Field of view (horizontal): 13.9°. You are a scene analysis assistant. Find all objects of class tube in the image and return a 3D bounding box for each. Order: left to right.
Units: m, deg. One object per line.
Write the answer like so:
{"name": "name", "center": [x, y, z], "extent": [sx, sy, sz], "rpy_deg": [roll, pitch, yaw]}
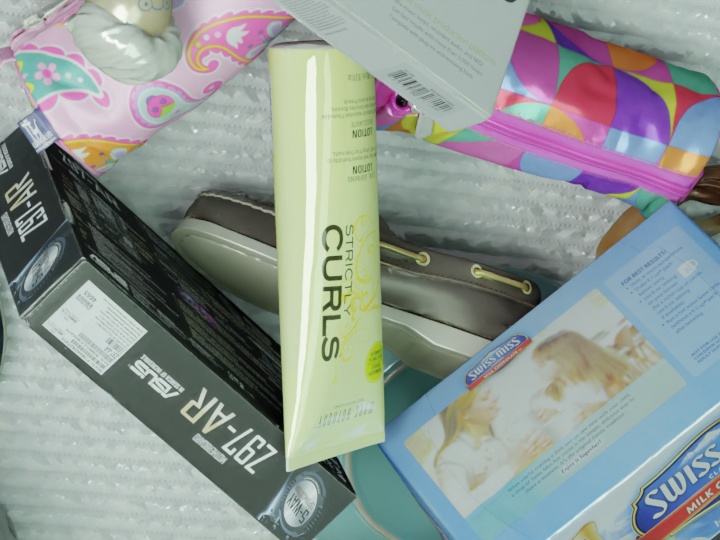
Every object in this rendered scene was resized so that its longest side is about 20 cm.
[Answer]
{"name": "tube", "center": [-0.014, -0.009, 1.409], "extent": [0.058, 0.052, 0.201], "rpy_deg": [-3, 98, -10]}

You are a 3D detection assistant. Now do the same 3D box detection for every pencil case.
{"name": "pencil case", "center": [-0.080, -0.131, 1.413], "extent": [0.200, 0.088, 0.087], "rpy_deg": [-37, 121, 8]}
{"name": "pencil case", "center": [0.085, -0.085, 1.485], "extent": [0.199, 0.088, 0.089], "rpy_deg": [14, 113, -23]}

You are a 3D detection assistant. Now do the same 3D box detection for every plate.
{"name": "plate", "center": [0.054, 0.090, 1.606], "extent": [0.199, 0.026, 0.201], "rpy_deg": [-6, 119, -12]}

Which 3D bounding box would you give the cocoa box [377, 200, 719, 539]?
{"name": "cocoa box", "center": [0.135, 0.093, 1.482], "extent": [0.200, 0.133, 0.131], "rpy_deg": [-38, 133, -3]}

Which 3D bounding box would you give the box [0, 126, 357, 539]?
{"name": "box", "center": [-0.098, 0.031, 1.451], "extent": [0.044, 0.160, 0.200], "rpy_deg": [-43, 121, 7]}

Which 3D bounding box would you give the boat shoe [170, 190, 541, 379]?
{"name": "boat shoe", "center": [0.000, 0.000, 1.520], "extent": [0.199, 0.072, 0.060], "rpy_deg": [22, 71, -12]}

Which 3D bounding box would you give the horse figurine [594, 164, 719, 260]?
{"name": "horse figurine", "center": [0.160, 0.023, 1.576], "extent": [0.132, 0.050, 0.201], "rpy_deg": [17, 104, -24]}

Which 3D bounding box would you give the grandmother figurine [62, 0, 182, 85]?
{"name": "grandmother figurine", "center": [-0.116, -0.184, 1.339], "extent": [0.121, 0.060, 0.201], "rpy_deg": [-11, 97, -30]}

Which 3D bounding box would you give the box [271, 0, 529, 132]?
{"name": "box", "center": [0.029, -0.186, 1.369], "extent": [0.144, 0.201, 0.036], "rpy_deg": [34, 150, -29]}

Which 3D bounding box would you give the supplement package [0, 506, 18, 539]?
{"name": "supplement package", "center": [-0.258, 0.132, 1.471], "extent": [0.117, 0.118, 0.200], "rpy_deg": [-32, 130, 4]}

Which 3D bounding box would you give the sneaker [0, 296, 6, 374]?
{"name": "sneaker", "center": [-0.217, -0.004, 1.443], "extent": [0.075, 0.085, 0.201], "rpy_deg": [-16, 121, -6]}
